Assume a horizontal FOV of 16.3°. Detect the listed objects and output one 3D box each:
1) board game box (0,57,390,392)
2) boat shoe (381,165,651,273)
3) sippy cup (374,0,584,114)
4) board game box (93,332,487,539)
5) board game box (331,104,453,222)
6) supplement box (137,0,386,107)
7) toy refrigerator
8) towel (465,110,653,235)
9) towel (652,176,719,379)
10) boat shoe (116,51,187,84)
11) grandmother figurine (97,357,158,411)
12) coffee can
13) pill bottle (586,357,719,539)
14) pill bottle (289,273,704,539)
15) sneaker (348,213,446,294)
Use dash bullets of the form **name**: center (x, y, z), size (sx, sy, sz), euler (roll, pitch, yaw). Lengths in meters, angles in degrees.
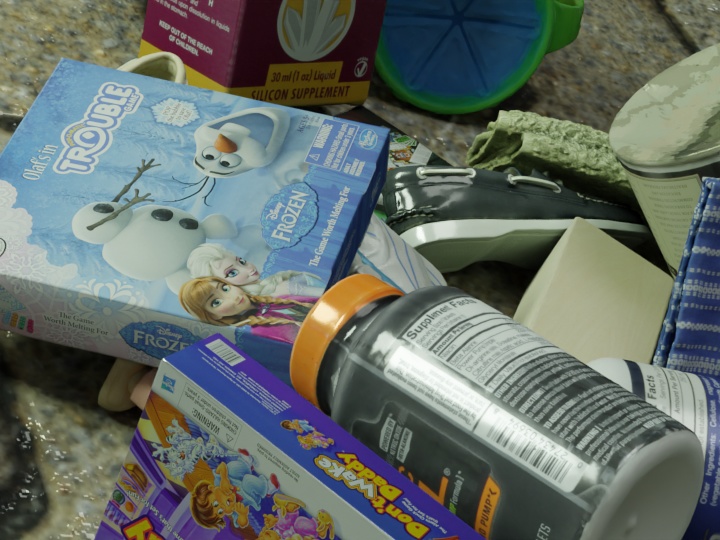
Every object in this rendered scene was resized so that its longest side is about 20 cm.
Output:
- **board game box**: center (-0.102, -0.028, 1.351), size (0.197, 0.044, 0.201), euler (12, 39, 8)
- **boat shoe**: center (0.100, -0.038, 1.581), size (0.199, 0.075, 0.061), euler (2, 66, -40)
- **sippy cup**: center (0.059, -0.196, 1.782), size (0.178, 0.140, 0.130), euler (39, 11, -23)
- **board game box**: center (-0.026, 0.142, 1.155), size (0.199, 0.135, 0.045), euler (36, 32, 21)
- **board game box**: center (-0.016, -0.052, 1.590), size (0.105, 0.024, 0.200), euler (38, 32, 19)
- **supplement box**: center (-0.052, -0.214, 1.634), size (0.130, 0.202, 0.103), euler (-7, 27, -40)
- **toy refrigerator**: center (0.124, 0.051, 1.472), size (0.076, 0.070, 0.200), euler (33, 28, -2)
- **towel**: center (0.171, -0.059, 1.646), size (0.198, 0.037, 0.148), euler (18, -7, -6)
- **towel**: center (0.233, 0.054, 1.431), size (0.144, 0.202, 0.024), euler (9, 10, -24)
- **boat shoe**: center (-0.156, -0.070, 1.480), size (0.071, 0.063, 0.200), euler (30, 31, 7)
- **grandmother figurine**: center (-0.037, 0.103, 1.297), size (0.121, 0.061, 0.200), euler (-38, 65, -27)
- **coffee can**: center (0.253, -0.023, 1.513), size (0.201, 0.145, 0.147), euler (62, 19, -23)
- **pill bottle**: center (0.159, 0.110, 1.317), size (0.198, 0.116, 0.116), euler (12, 31, -7)
- **pill bottle**: center (0.058, 0.076, 1.208), size (0.199, 0.107, 0.106), euler (32, 29, 32)
- **sneaker**: center (0.000, 0.000, 1.466), size (0.200, 0.075, 0.086), euler (53, 31, 16)
